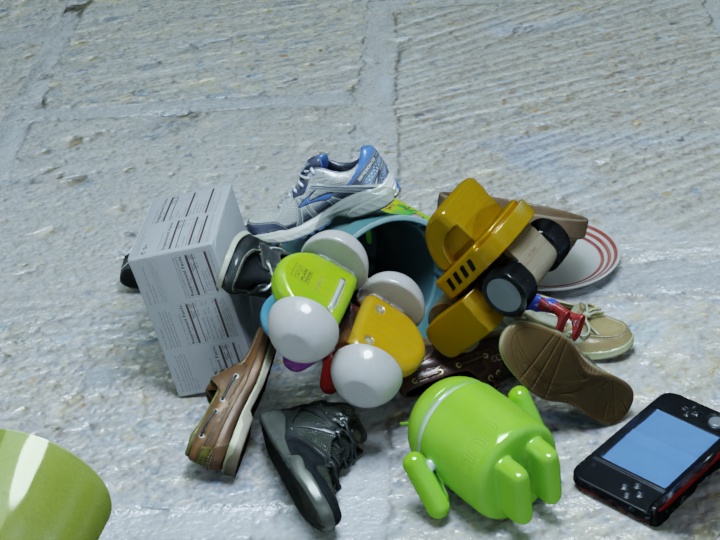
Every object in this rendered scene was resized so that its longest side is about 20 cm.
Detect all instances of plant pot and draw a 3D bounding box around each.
[{"bbox_3d":[-0.361,0.293,1.371,0.184,0.189,0.202,2,46,11],"label":"plant pot"},{"bbox_3d":[0.000,0.000,1.783,0.198,0.203,0.196,-17,25,-20],"label":"plant pot"},{"bbox_3d":[0.192,-0.041,1.829,0.198,0.094,0.201,10,8,-1],"label":"plant pot"}]

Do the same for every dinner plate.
[{"bbox_3d":[0.259,-0.019,1.926,0.197,0.025,0.201,-3,32,2],"label":"dinner plate"}]

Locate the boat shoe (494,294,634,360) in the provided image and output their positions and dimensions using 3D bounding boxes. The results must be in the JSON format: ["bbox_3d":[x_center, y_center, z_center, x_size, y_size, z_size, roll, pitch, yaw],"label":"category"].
[{"bbox_3d":[0.246,0.060,1.757,0.198,0.064,0.073,14,35,28],"label":"boat shoe"}]

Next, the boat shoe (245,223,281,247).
[{"bbox_3d":[-0.086,-0.044,1.938,0.198,0.076,0.074,-20,38,34],"label":"boat shoe"}]

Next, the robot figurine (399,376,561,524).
[{"bbox_3d":[0.130,0.189,1.507,0.174,0.117,0.199,-30,38,-24],"label":"robot figurine"}]

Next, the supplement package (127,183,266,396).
[{"bbox_3d":[-0.193,0.024,1.732,0.109,0.202,0.156,-10,29,10],"label":"supplement package"}]

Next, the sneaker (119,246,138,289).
[{"bbox_3d":[-0.238,0.007,1.905,0.197,0.081,0.087,-4,41,12],"label":"sneaker"}]

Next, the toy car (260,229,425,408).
[{"bbox_3d":[-0.030,0.069,1.601,0.199,0.150,0.176,35,44,-11],"label":"toy car"}]

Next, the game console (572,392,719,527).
[{"bbox_3d":[0.349,0.170,1.507,0.171,0.120,0.199,24,40,38],"label":"game console"}]

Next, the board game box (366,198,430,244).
[{"bbox_3d":[0.021,-0.056,1.944,0.047,0.103,0.199,-24,36,-29],"label":"board game box"}]

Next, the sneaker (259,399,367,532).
[{"bbox_3d":[-0.036,0.205,1.543,0.113,0.077,0.200,-18,27,-10],"label":"sneaker"}]

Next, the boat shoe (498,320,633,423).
[{"bbox_3d":[0.226,0.113,1.596,0.074,0.199,0.063,-54,29,2],"label":"boat shoe"}]

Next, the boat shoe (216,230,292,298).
[{"bbox_3d":[-0.117,-0.002,1.639,0.067,0.073,0.200,22,4,12],"label":"boat shoe"}]

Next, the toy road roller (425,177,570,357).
[{"bbox_3d":[0.130,-0.011,1.595,0.146,0.200,0.123,44,49,0],"label":"toy road roller"}]

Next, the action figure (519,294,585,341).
[{"bbox_3d":[0.182,0.031,1.722,0.065,0.052,0.199,6,20,-48],"label":"action figure"}]

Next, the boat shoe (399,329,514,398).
[{"bbox_3d":[0.134,0.119,1.674,0.197,0.071,0.071,-6,50,-11],"label":"boat shoe"}]

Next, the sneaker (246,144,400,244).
[{"bbox_3d":[-0.055,-0.099,1.716,0.198,0.086,0.077,-21,20,11],"label":"sneaker"}]

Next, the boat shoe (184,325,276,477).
[{"bbox_3d":[-0.146,0.139,1.618,0.067,0.072,0.202,17,50,1],"label":"boat shoe"}]
